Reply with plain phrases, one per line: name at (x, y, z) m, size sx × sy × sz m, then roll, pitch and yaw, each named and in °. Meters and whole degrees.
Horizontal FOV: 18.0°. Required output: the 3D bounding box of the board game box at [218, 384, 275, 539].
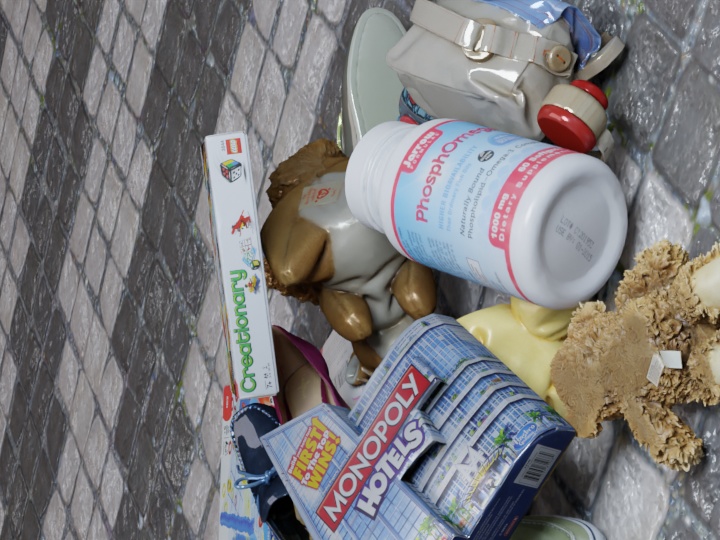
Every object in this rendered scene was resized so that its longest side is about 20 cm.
board game box at (-0.071, 0.198, 2.099) m, size 0.196 × 0.056 × 0.201 m, roll 162°, pitch 111°, yaw -65°

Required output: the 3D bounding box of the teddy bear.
teddy bear at (0.205, 0.052, 1.489) m, size 0.145 × 0.067 × 0.200 m, roll 63°, pitch 144°, yaw 21°

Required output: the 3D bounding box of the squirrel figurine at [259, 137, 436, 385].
squirrel figurine at (0.000, 0.000, 1.828) m, size 0.200 × 0.141 × 0.187 m, roll 46°, pitch 167°, yaw 53°

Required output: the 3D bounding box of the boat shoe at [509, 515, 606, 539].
boat shoe at (0.080, 0.208, 1.627) m, size 0.199 × 0.062 × 0.072 m, roll -10°, pitch 58°, yaw 30°

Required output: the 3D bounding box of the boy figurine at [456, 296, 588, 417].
boy figurine at (0.105, 0.073, 1.656) m, size 0.064 × 0.124 × 0.201 m, roll -53°, pitch -14°, yaw -77°

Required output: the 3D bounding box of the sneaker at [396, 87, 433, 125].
sneaker at (0.076, -0.138, 1.789) m, size 0.200 × 0.079 × 0.096 m, roll -162°, pitch 75°, yaw -66°

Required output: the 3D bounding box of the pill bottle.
pill bottle at (0.084, -0.047, 1.613) m, size 0.200 × 0.108 × 0.109 m, roll 19°, pitch 104°, yaw 45°

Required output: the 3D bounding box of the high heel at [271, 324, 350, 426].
high heel at (-0.049, 0.109, 1.779) m, size 0.067 × 0.096 × 0.200 m, roll -38°, pitch 12°, yaw 4°

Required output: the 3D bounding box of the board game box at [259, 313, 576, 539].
board game box at (0.025, 0.135, 1.603) m, size 0.200 × 0.062 × 0.201 m, roll 42°, pitch 106°, yaw 41°

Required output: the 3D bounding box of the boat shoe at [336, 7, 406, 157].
boat shoe at (0.012, -0.123, 1.952) m, size 0.060 × 0.072 × 0.203 m, roll -24°, pitch 68°, yaw 58°

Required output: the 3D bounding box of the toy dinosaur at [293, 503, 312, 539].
toy dinosaur at (-0.023, 0.214, 1.809) m, size 0.201 × 0.058 × 0.101 m, roll 110°, pitch 153°, yaw -43°

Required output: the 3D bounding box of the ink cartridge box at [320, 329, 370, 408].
ink cartridge box at (0.012, 0.150, 1.903) m, size 0.117 × 0.067 × 0.201 m, roll 123°, pitch 145°, yaw -49°

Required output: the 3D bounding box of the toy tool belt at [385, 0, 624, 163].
toy tool belt at (0.122, -0.159, 1.638) m, size 0.200 × 0.125 × 0.123 m, roll 20°, pitch 68°, yaw 47°

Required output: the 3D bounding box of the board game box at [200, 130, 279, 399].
board game box at (-0.095, -0.003, 1.760) m, size 0.126 × 0.034 × 0.201 m, roll 170°, pitch 93°, yaw -84°

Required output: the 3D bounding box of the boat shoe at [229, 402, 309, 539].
boat shoe at (-0.053, 0.193, 1.956) m, size 0.084 × 0.069 × 0.200 m, roll -48°, pitch 64°, yaw 17°
